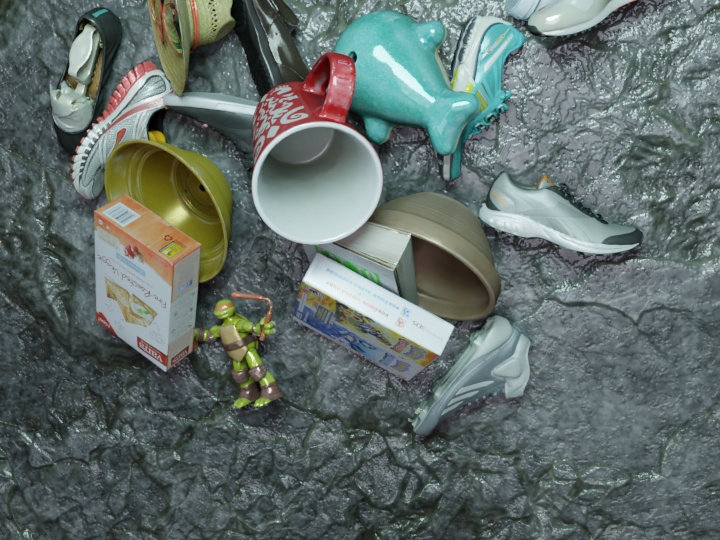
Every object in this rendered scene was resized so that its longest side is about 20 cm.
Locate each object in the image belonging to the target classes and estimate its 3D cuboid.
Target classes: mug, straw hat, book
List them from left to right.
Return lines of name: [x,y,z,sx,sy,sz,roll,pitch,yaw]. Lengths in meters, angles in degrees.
straw hat: [-0.194,-0.309,1.002,0.085,0.201,0.202,-13,106,-20]
mug: [-0.045,-0.145,0.934,0.178,0.200,0.133,-45,116,12]
book: [0.000,0.000,1.028,0.133,0.200,0.048,21,69,17]

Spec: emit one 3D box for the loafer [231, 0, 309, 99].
loafer: [-0.114,-0.303,1.032,0.071,0.073,0.201,-21,99,-25]

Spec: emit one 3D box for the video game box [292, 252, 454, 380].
video game box: [0.008,0.064,1.052,0.182,0.200,0.047,26,72,0]

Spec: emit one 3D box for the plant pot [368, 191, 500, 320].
plant pot: [0.087,-0.029,1.036,0.200,0.201,0.093,29,67,0]

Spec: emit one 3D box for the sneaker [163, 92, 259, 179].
sneaker: [-0.152,-0.164,1.058,0.199,0.071,0.100,10,109,-6]

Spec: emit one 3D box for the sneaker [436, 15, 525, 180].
sneaker: [0.139,-0.200,1.012,0.079,0.078,0.201,14,109,-6]

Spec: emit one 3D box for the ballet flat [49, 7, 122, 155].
ballet flat: [-0.363,-0.241,1.083,0.068,0.068,0.201,21,109,4]

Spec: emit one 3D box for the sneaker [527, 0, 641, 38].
sneaker: [0.262,-0.329,0.924,0.199,0.070,0.094,-26,116,-6]

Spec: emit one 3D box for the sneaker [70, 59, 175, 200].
sneaker: [-0.303,-0.168,1.090,0.082,0.078,0.200,38,109,-4]

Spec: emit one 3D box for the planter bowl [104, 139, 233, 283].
planter bowl: [-0.225,-0.090,1.080,0.200,0.083,0.201,19,131,24]

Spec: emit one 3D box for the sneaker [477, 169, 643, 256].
sneaker: [0.249,-0.068,1.032,0.199,0.074,0.080,15,103,5]

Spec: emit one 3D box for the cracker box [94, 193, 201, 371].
cracker box: [-0.278,0.019,1.095,0.134,0.058,0.200,31,135,19]

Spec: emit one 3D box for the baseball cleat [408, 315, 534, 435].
baseball cleat: [0.153,0.158,1.114,0.106,0.070,0.200,34,109,-1]

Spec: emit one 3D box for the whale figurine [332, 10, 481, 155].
whale figurine: [0.044,-0.216,0.969,0.200,0.104,0.159,48,117,30]

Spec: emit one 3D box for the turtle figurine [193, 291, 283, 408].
turtle figurine: [-0.172,0.105,1.156,0.199,0.064,0.162,-13,102,32]

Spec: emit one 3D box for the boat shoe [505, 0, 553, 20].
boat shoe: [0.232,-0.377,0.953,0.067,0.074,0.201,15,118,-20]
